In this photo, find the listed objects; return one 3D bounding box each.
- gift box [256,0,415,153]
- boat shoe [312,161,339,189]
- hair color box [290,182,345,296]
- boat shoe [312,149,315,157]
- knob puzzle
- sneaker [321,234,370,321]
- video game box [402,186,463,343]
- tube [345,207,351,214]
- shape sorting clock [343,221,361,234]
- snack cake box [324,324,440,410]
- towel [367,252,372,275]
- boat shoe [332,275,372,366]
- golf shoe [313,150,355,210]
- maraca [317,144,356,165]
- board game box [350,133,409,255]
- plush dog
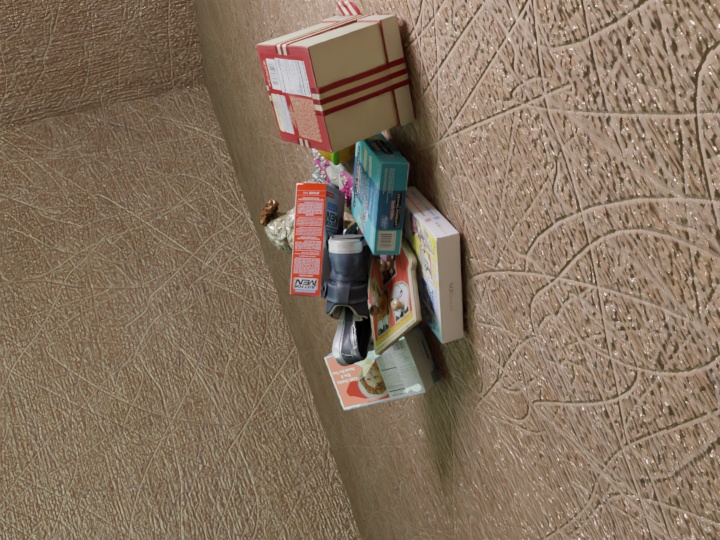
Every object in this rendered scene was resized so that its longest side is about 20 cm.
[{"bbox_3d":[-0.037,-0.306,1.106,0.200,0.186,0.185,31,140,48],"label":"gift box"},{"bbox_3d":[-0.065,-0.197,1.535,0.200,0.073,0.062,-118,44,-62],"label":"boat shoe"},{"bbox_3d":[-0.077,-0.053,1.303,0.111,0.064,0.201,7,-93,-74],"label":"hair color box"},{"bbox_3d":[-0.070,-0.275,1.532,0.071,0.072,0.200,76,179,-50],"label":"boat shoe"},{"bbox_3d":[0.042,0.021,1.208,0.220,0.030,0.220,-177,90,-69],"label":"knob puzzle"},{"bbox_3d":[-0.018,0.010,1.242,0.202,0.077,0.147,-43,-49,-78],"label":"sneaker"},{"bbox_3d":[0.110,-0.012,1.166,0.182,0.047,0.200,-119,18,-55],"label":"video game box"},{"bbox_3d":[-0.009,-0.140,1.497,0.200,0.058,0.052,33,103,62],"label":"tube"},{"bbox_3d":[0.000,0.000,1.450,0.200,0.039,0.201,3,-90,-67],"label":"shape sorting clock"},{"bbox_3d":[0.039,0.188,1.362,0.200,0.067,0.115,-19,94,35],"label":"snack cake box"},{"bbox_3d":[0.040,-0.003,1.347,0.191,0.032,0.201,127,142,-76],"label":"towel"},{"bbox_3d":[-0.001,0.080,1.323,0.072,0.068,0.200,40,-132,-35],"label":"boat shoe"},{"bbox_3d":[-0.011,-0.182,1.386,0.200,0.091,0.075,52,149,29],"label":"golf shoe"},{"bbox_3d":[-0.038,-0.277,1.341,0.200,0.107,0.137,-83,0,-58],"label":"maraca"},{"bbox_3d":[0.029,-0.134,1.185,0.200,0.047,0.151,-114,26,-63],"label":"board game box"},{"bbox_3d":[-0.119,-0.075,1.473,0.171,0.161,0.200,5,148,37],"label":"plush dog"}]
